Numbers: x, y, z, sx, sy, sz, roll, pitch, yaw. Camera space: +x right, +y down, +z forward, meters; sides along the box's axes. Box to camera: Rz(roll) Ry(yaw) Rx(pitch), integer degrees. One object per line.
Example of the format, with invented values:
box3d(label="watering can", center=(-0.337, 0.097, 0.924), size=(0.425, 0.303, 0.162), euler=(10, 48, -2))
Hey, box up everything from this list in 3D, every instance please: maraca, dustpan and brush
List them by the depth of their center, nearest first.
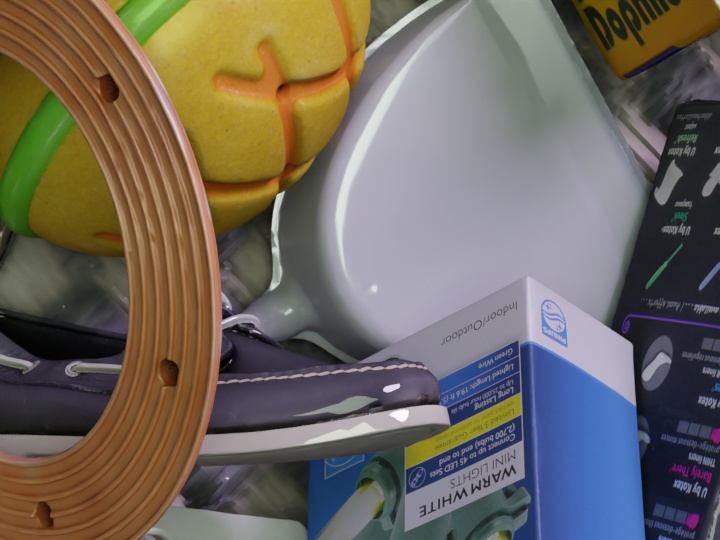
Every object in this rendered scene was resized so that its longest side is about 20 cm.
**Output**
box3d(label="maraca", center=(-0.044, -0.084, 0.741), size=(0.107, 0.137, 0.200), euler=(45, 97, 7))
box3d(label="dustpan and brush", center=(0.000, 0.000, 0.793), size=(0.199, 0.057, 0.140), euler=(-33, 103, -12))

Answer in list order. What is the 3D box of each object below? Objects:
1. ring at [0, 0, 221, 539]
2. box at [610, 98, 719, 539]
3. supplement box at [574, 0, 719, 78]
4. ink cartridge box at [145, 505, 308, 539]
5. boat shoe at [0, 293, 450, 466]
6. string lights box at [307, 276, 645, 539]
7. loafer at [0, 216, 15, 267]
box3d(label="ring", center=(-0.111, -0.006, 0.697), size=(0.019, 0.200, 0.202), euler=(-18, 89, -47))
box3d(label="box", center=(0.152, 0.054, 0.758), size=(0.122, 0.106, 0.201), euler=(19, 85, -21))
box3d(label="supplement box", center=(0.158, -0.166, 0.760), size=(0.199, 0.109, 0.110), euler=(-29, 90, -13))
box3d(label="ink cartridge box", center=(-0.078, 0.178, 0.740), size=(0.114, 0.068, 0.201), euler=(7, 52, -5))
box3d(label="boat shoe", center=(-0.064, 0.033, 0.739), size=(0.199, 0.073, 0.063), euler=(-4, 82, 29))
box3d(label="string lights box", center=(0.037, 0.114, 0.711), size=(0.059, 0.103, 0.201), euler=(32, 44, -36))
box3d(label="loafer", center=(-0.148, -0.091, 0.773), size=(0.071, 0.063, 0.201), euler=(2, 87, -5))
